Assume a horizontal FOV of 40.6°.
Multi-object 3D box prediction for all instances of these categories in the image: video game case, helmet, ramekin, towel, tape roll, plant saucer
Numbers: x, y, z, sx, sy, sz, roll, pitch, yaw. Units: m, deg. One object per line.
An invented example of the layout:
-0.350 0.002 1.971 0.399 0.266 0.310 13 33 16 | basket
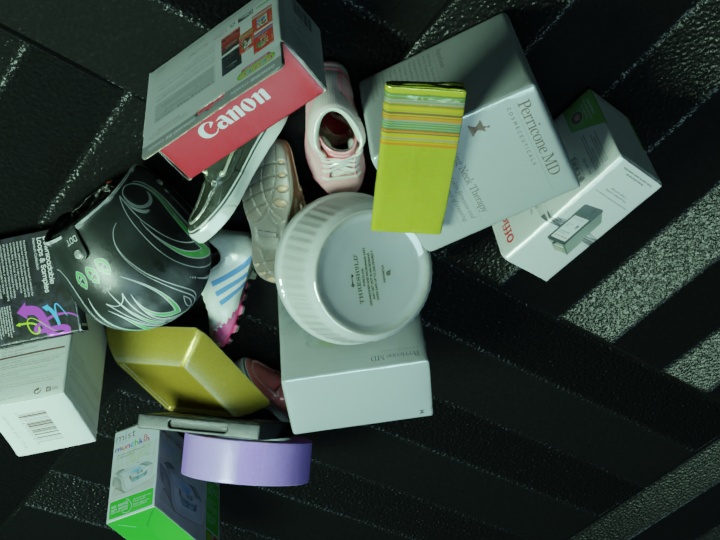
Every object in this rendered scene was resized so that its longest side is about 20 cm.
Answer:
-0.212 0.233 1.461 0.180 0.026 0.200 4 172 10 | video game case
-0.287 -0.017 1.249 0.200 0.200 0.191 -30 113 20 | helmet
0.000 0.000 1.232 0.202 0.094 0.203 -2 94 -22 | ramekin
0.061 -0.121 1.073 0.086 0.018 0.200 4 133 -2 | towel
-0.176 0.290 1.516 0.199 0.066 0.200 6 175 1 | tape roll
-0.265 0.158 1.441 0.199 0.049 0.200 0 142 35 | plant saucer

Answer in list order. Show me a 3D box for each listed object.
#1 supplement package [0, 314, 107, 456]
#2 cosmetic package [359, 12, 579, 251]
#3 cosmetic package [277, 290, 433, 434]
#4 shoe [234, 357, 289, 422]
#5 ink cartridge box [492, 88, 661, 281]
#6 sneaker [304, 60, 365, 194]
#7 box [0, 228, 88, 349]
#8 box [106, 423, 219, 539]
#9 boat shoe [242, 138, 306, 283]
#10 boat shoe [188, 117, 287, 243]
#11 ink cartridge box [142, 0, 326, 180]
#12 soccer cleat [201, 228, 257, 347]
-0.433 0.135 1.353 0.117 0.200 0.117 -12 135 4 | supplement package
0.126 -0.164 1.162 0.199 0.167 0.168 -24 131 14 | cosmetic package
-0.010 0.107 1.381 0.198 0.200 0.123 -8 134 0 | cosmetic package
-0.112 0.183 1.535 0.091 0.072 0.200 -25 137 15 | shoe
0.264 -0.108 1.248 0.084 0.146 0.200 27 126 -30 | ink cartridge box
-0.031 -0.148 1.203 0.075 0.105 0.201 -8 135 -2 | sneaker
-0.474 0.031 1.302 0.199 0.144 0.036 -11 176 5 | box
-0.323 0.376 1.615 0.096 0.177 0.200 -21 132 13 | box
-0.108 -0.083 1.280 0.075 0.072 0.201 15 122 20 | boat shoe
-0.166 -0.131 1.191 0.064 0.071 0.200 30 91 -28 | boat shoe
-0.142 -0.199 1.088 0.200 0.176 0.084 -29 130 20 | ink cartridge box
-0.198 0.021 1.375 0.086 0.070 0.200 17 125 -9 | soccer cleat
